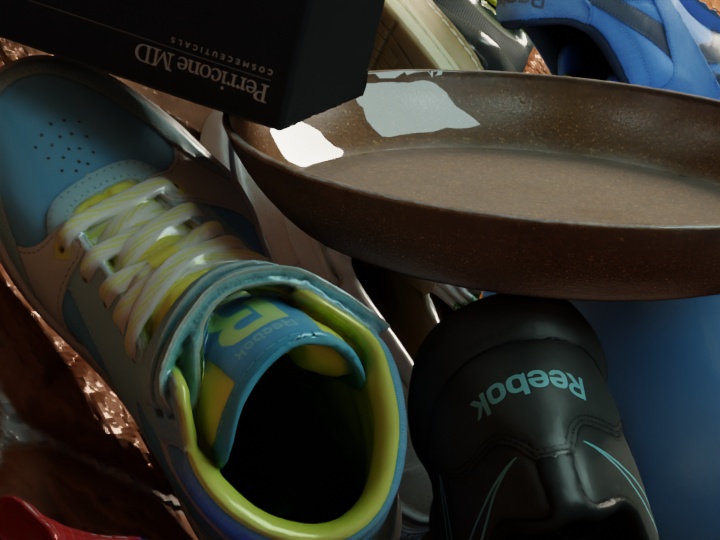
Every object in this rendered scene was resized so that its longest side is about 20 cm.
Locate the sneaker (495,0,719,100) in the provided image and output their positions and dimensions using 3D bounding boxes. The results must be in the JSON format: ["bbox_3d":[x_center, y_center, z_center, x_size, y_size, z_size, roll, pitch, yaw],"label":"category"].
[{"bbox_3d":[0.123,-0.083,0.909,0.200,0.066,0.079,36,67,-39],"label":"sneaker"}]

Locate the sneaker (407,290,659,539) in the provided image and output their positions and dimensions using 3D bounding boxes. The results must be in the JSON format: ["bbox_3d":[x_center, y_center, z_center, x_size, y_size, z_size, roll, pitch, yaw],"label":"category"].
[{"bbox_3d":[0.053,0.099,0.637,0.079,0.075,0.200,-112,-174,-45],"label":"sneaker"}]

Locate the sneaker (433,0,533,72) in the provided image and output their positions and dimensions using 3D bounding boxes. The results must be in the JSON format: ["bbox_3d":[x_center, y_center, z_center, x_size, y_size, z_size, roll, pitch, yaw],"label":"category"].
[{"bbox_3d":[0.060,-0.135,1.020,0.074,0.085,0.200,42,16,-11],"label":"sneaker"}]

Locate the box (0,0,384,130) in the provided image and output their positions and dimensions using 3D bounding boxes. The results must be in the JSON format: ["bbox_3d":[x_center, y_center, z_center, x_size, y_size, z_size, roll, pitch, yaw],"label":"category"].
[{"bbox_3d":[-0.085,-0.142,0.651,0.199,0.142,0.079,19,21,15],"label":"box"}]

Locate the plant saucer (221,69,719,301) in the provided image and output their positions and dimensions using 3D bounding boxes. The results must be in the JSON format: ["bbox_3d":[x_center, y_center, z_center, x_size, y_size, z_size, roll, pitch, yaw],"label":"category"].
[{"bbox_3d":[0.057,-0.028,0.652,0.199,0.032,0.200,3,16,-1],"label":"plant saucer"}]

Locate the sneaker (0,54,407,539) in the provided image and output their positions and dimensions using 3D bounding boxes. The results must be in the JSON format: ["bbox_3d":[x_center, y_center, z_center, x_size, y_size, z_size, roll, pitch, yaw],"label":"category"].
[{"bbox_3d":[-0.049,0.004,0.614,0.200,0.079,0.131,53,-13,8],"label":"sneaker"}]

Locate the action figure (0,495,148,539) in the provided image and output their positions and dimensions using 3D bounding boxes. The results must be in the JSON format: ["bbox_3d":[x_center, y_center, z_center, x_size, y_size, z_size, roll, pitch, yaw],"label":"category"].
[{"bbox_3d":[-0.022,0.116,0.583,0.200,0.066,0.052,23,13,-41],"label":"action figure"}]

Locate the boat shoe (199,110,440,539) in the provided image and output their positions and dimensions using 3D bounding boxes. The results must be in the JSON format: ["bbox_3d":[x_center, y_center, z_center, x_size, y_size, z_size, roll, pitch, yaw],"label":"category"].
[{"bbox_3d":[0.000,0.000,0.771,0.071,0.070,0.200,23,36,-43],"label":"boat shoe"}]

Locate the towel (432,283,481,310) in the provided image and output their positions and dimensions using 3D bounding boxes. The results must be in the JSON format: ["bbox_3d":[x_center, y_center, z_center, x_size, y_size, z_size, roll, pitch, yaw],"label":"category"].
[{"bbox_3d":[0.062,-0.003,0.937,0.200,0.031,0.149,45,23,-4],"label":"towel"}]

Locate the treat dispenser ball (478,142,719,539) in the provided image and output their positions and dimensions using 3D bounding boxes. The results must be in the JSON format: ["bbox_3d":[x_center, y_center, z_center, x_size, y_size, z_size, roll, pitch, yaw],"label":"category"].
[{"bbox_3d":[0.137,0.043,0.779,0.201,0.201,0.201,38,27,-23],"label":"treat dispenser ball"}]

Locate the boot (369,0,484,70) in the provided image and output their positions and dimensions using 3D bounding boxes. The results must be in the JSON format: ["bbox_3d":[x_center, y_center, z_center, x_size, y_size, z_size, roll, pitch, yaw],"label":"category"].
[{"bbox_3d":[0.025,-0.135,0.912,0.155,0.073,0.200,-22,54,-36],"label":"boot"}]
